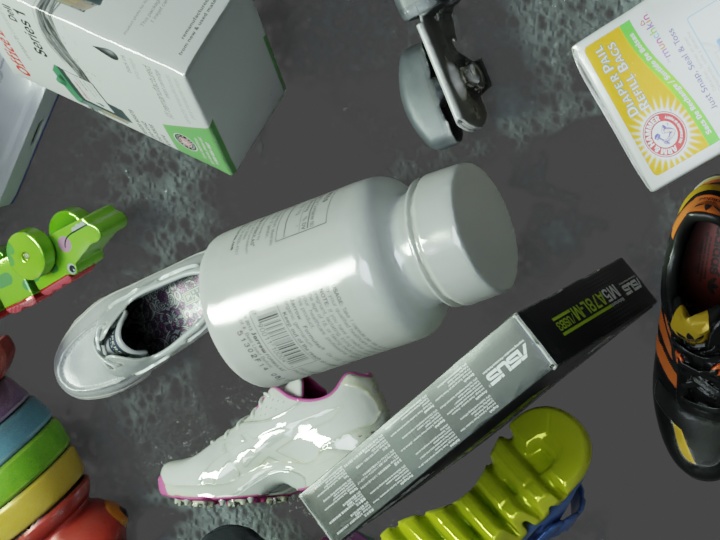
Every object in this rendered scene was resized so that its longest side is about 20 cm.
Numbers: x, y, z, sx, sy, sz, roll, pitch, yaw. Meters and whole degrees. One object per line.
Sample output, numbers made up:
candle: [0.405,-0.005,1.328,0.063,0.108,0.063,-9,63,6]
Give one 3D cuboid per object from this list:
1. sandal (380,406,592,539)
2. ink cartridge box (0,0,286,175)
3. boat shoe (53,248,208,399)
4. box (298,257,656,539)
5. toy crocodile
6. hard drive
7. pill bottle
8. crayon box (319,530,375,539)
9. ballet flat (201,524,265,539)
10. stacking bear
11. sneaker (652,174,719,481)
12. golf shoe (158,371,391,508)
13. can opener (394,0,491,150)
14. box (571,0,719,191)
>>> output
sandal: [0.083,0.180,1.235,0.200,0.087,0.080,-39,62,4]
ink cartridge box: [-0.165,-0.166,1.265,0.199,0.146,0.085,24,72,20]
boat shoe: [-0.161,0.045,1.360,0.199,0.068,0.072,-23,91,28]
box: [0.079,0.080,1.180,0.200,0.193,0.048,-42,83,27]
toy crocodile: [-0.254,0.003,1.399,0.199,0.067,0.062,-25,95,30]
hard drive: [-0.324,-0.158,1.420,0.199,0.025,0.133,35,114,15]
pill bottle: [0.000,0.000,1.245,0.199,0.114,0.115,-19,93,28]
crayon box: [0.037,0.306,1.327,0.199,0.058,0.174,24,111,20]
ballet flat: [-0.038,0.240,1.281,0.199,0.073,0.074,25,111,21]
stacking bear: [-0.254,0.164,1.413,0.114,0.121,0.200,-40,96,-2]
sneaker: [0.213,0.043,1.164,0.069,0.090,0.202,9,105,24]
golf shoe: [-0.060,0.124,1.337,0.199,0.075,0.092,-11,81,26]
can opener: [0.029,-0.179,1.226,0.067,0.053,0.201,-24,89,27]
box: [0.243,-0.144,1.094,0.199,0.112,0.102,-31,89,29]
